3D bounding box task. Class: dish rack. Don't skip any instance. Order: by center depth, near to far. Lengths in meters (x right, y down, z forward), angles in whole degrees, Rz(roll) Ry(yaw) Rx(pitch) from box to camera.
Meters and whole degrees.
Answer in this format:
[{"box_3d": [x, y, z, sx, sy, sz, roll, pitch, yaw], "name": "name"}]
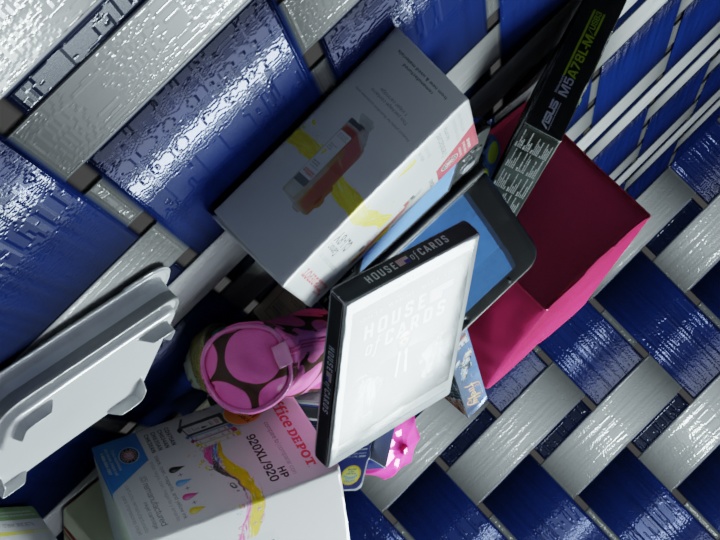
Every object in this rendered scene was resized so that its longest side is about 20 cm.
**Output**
[{"box_3d": [-0.218, 0.094, 1.165, 0.199, 0.044, 0.172, -35, 167, -37], "name": "dish rack"}]

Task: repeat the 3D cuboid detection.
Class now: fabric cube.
[{"box_3d": [0.168, -0.029, 1.742, 0.200, 0.196, 0.200, -37, 166, -30], "name": "fabric cube"}]

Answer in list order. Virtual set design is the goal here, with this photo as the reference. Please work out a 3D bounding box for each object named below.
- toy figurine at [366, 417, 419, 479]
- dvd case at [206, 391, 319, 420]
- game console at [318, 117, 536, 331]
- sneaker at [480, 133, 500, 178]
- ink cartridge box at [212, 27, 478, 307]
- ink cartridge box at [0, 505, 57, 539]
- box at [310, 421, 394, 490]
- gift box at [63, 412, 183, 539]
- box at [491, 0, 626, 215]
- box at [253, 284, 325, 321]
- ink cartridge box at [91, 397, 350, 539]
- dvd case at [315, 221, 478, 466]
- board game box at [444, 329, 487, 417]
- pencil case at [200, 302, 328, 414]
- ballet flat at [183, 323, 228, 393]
[{"box_3d": [-0.012, 0.173, 1.858, 0.150, 0.184, 0.200, -41, 169, -16], "name": "toy figurine"}, {"box_3d": [-0.046, 0.104, 1.598, 0.199, 0.025, 0.150, 0, -152, 47], "name": "dvd case"}, {"box_3d": [0.067, -0.011, 1.369, 0.200, 0.118, 0.171, -43, 172, -12], "name": "game console"}, {"box_3d": [0.061, -0.070, 1.571, 0.200, 0.071, 0.083, -49, -170, 9], "name": "sneaker"}, {"box_3d": [-0.008, -0.074, 1.210, 0.200, 0.083, 0.145, -44, 169, -1], "name": "ink cartridge box"}, {"box_3d": [-0.263, 0.294, 1.324, 0.048, 0.200, 0.146, -41, 169, 0], "name": "ink cartridge box"}, {"box_3d": [-0.010, 0.145, 1.636, 0.120, 0.032, 0.202, -10, -125, 43], "name": "box"}, {"box_3d": [-0.188, 0.287, 1.618, 0.184, 0.187, 0.200, -40, 168, -18], "name": "gift box"}, {"box_3d": [0.190, -0.161, 1.566, 0.194, 0.047, 0.200, -60, 177, -27], "name": "box"}, {"box_3d": [0.000, 0.000, 1.497, 0.200, 0.095, 0.078, -46, 170, 15], "name": "box"}, {"box_3d": [-0.127, 0.226, 1.442, 0.198, 0.147, 0.146, -18, 127, -17], "name": "ink cartridge box"}, {"box_3d": [0.029, 0.065, 1.325, 0.150, 0.025, 0.201, -28, 143, -31], "name": "dvd case"}, {"box_3d": [0.071, 0.067, 1.720, 0.035, 0.135, 0.201, -40, 146, -14], "name": "board game box"}, {"box_3d": [-0.067, 0.075, 1.376, 0.093, 0.092, 0.200, -9, -178, 17], "name": "pencil case"}, {"box_3d": [-0.128, 0.087, 1.444, 0.071, 0.071, 0.200, -46, 167, 10], "name": "ballet flat"}]
